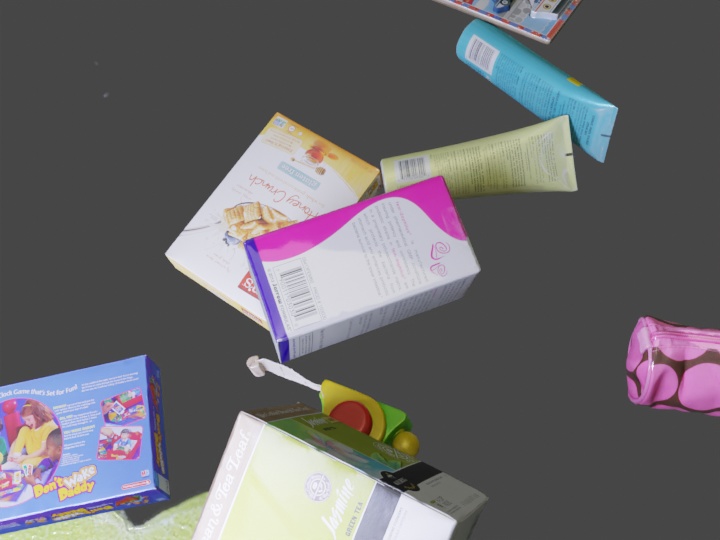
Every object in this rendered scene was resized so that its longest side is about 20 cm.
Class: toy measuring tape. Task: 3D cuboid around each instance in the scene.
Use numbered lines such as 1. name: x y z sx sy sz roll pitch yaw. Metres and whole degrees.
1. toy measuring tape: -0.036 0.141 0.928 0.198 0.074 0.074 18 69 27

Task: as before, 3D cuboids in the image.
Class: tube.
1. tube: 0.186 -0.194 1.042 0.050 0.078 0.200 -37 61 -17
2. tube: 0.121 -0.104 1.022 0.197 0.058 0.052 -10 48 5

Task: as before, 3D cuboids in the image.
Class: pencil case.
1. pencil case: 0.337 0.085 0.873 0.197 0.094 0.092 3 66 11

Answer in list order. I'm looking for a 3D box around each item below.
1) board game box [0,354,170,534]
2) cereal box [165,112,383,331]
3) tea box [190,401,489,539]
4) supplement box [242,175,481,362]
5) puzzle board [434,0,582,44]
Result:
1. board game box: -0.291 0.171 0.965 0.197 0.045 0.136 -12 64 4
2. cereal box: -0.088 -0.053 1.037 0.143 0.040 0.201 30 73 20
3. tea box: -0.029 0.240 0.806 0.195 0.133 0.202 24 94 18
4. supplement box: 0.000 0.000 0.940 0.198 0.103 0.102 -19 75 -8
5. puzzle board: 0.187 -0.340 1.109 0.149 0.017 0.201 26 58 19
